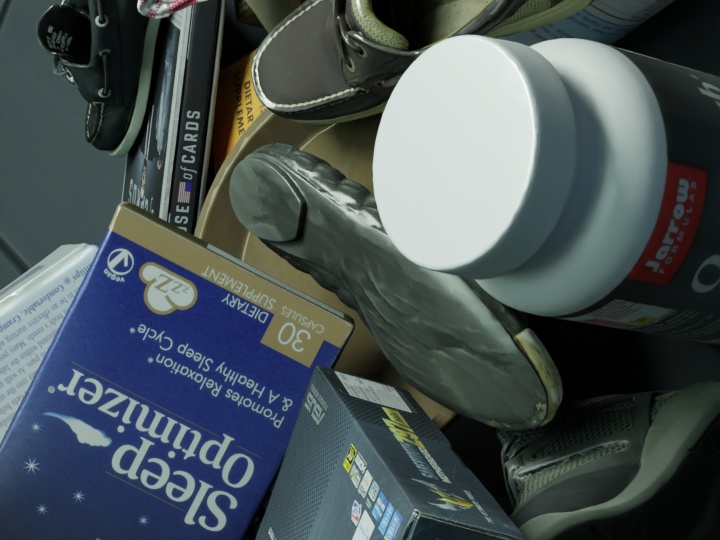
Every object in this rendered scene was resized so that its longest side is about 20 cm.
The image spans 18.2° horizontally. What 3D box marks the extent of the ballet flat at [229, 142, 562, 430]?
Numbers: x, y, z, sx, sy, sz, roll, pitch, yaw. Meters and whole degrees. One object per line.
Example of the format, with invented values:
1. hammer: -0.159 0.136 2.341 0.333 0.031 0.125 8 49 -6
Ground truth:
1. ballet flat: 0.021 0.000 0.998 0.200 0.057 0.067 41 126 31

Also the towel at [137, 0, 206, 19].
1. towel: -0.019 -0.207 1.092 0.199 0.030 0.147 -19 40 26

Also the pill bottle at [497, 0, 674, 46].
1. pill bottle: 0.122 -0.174 1.027 0.200 0.109 0.109 -34 59 39

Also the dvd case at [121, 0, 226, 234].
1. dvd case: -0.109 -0.068 1.266 0.150 0.025 0.201 -136 53 -71

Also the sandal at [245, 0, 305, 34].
1. sandal: -0.059 -0.178 1.176 0.080 0.054 0.200 -54 47 27

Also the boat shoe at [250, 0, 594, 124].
1. boat shoe: 0.018 -0.120 1.008 0.200 0.065 0.073 -25 75 37

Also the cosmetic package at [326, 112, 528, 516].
1. cosmetic package: 0.022 0.028 1.116 0.103 0.087 0.201 -21 67 40

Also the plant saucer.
1. plant saucer: 0.000 0.000 1.060 0.200 0.029 0.201 -10 74 37

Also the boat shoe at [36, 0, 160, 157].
1. boat shoe: -0.145 -0.136 1.241 0.200 0.066 0.075 115 153 -56

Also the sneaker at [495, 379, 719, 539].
1. sneaker: 0.085 0.115 0.965 0.114 0.199 0.076 -8 115 47

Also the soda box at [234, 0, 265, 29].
1. soda box: 0.016 -0.193 1.183 0.200 0.064 0.068 -25 64 43

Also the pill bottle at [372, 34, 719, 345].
1. pill bottle: 0.108 -0.033 0.946 0.116 0.200 0.116 -11 76 47

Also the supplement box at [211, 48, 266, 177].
1. supplement box: 0.004 -0.104 1.178 0.200 0.069 0.067 -25 65 42

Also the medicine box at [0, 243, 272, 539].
1. medicine box: -0.127 0.095 1.142 0.200 0.103 0.182 55 171 -6

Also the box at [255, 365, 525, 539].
1. box: -0.005 0.142 0.921 0.200 0.051 0.158 -128 56 -72

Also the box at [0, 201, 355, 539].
1. box: -0.100 0.085 1.028 0.200 0.121 0.032 -63 5 5
